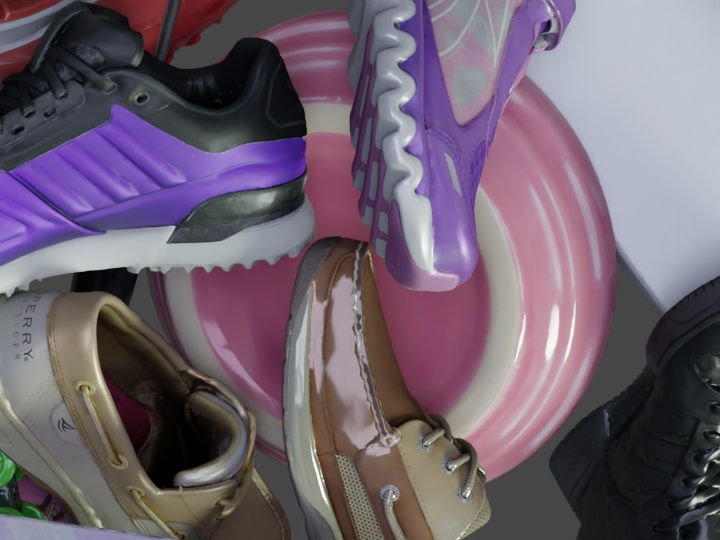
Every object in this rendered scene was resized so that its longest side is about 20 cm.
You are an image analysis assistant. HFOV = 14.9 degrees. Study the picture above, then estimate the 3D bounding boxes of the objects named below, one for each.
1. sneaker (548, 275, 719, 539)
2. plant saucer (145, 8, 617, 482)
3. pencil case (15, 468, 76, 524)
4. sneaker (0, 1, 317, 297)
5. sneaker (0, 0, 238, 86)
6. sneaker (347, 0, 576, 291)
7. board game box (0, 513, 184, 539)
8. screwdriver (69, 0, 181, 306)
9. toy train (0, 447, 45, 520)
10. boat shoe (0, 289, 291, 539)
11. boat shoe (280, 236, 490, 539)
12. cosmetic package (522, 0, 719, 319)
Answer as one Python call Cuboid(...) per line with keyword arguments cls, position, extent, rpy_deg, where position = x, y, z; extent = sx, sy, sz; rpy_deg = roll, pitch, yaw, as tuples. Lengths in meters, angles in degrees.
Cuboid(cls="sneaker", position=(0.133, 0.089, 1.081), extent=(0.060, 0.200, 0.105), rpy_deg=(-7, 61, -31))
Cuboid(cls="plant saucer", position=(0.000, 0.000, 1.086), extent=(0.199, 0.051, 0.202), rpy_deg=(7, 110, 19))
Cuboid(cls="pencil case", position=(-0.175, 0.080, 1.116), extent=(0.086, 0.083, 0.200), rpy_deg=(-39, 92, -3))
Cuboid(cls="sneaker", position=(-0.115, -0.049, 1.008), extent=(0.199, 0.070, 0.100), rpy_deg=(-8, 117, -15))
Cuboid(cls="sneaker", position=(-0.102, -0.094, 1.099), extent=(0.078, 0.199, 0.116), rpy_deg=(43, 137, 32))
Cuboid(cls="sneaker", position=(0.039, -0.089, 1.009), extent=(0.088, 0.081, 0.201), rpy_deg=(2, 67, -9))
Cuboid(cls="board game box", position=(-0.104, 0.193, 0.997), extent=(0.199, 0.043, 0.200), rpy_deg=(7, 84, 8))
Cuboid(cls="screwdriver", position=(-0.087, -0.044, 1.081), extent=(0.028, 0.029, 0.201), rpy_deg=(33, 130, 14))
Cuboid(cls="toy train", position=(-0.154, 0.085, 1.058), extent=(0.056, 0.042, 0.201), rpy_deg=(-11, 89, 5))
Cuboid(cls="boat shoe", position=(-0.075, 0.072, 1.068), extent=(0.069, 0.200, 0.074), rpy_deg=(-12, 55, 28))
Cuboid(cls="boat shoe", position=(0.015, 0.082, 1.045), extent=(0.071, 0.076, 0.201), rpy_deg=(-5, 107, 11))
Cuboid(cls="cosmetic package", position=(0.110, -0.086, 1.104), extent=(0.113, 0.081, 0.201), rpy_deg=(-35, 93, 3))
